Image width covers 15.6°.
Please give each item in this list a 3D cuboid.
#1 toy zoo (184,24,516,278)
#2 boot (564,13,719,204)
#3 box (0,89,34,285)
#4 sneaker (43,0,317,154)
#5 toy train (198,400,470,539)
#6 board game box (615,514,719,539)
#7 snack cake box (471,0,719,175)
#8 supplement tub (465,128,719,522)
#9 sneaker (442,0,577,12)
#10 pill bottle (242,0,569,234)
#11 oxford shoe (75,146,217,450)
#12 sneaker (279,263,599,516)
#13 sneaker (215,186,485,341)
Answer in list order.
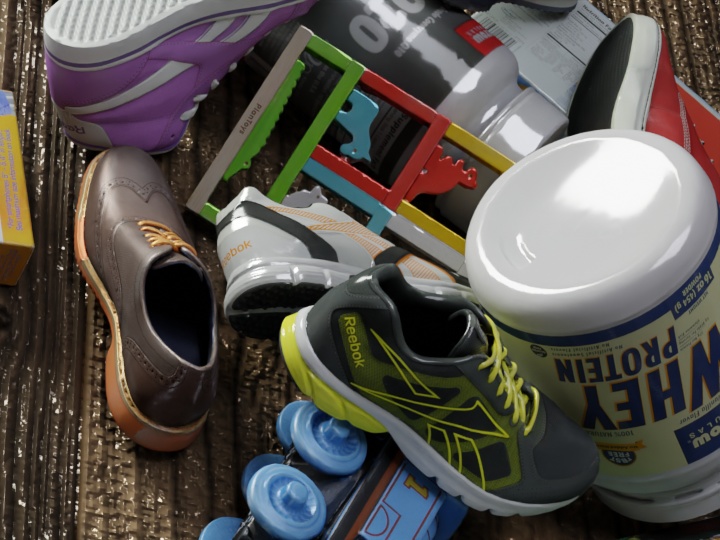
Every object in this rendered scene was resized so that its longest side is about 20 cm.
[{"bbox_3d":[0.013,-0.038,1.571,0.200,0.020,0.131,32,86,-1],"label":"toy zoo"},{"bbox_3d":[0.204,-0.062,1.646,0.144,0.072,0.201,25,46,-20],"label":"boot"},{"bbox_3d":[-0.284,-0.060,1.459,0.199,0.042,0.119,9,48,-27],"label":"box"},{"bbox_3d":[-0.096,-0.136,1.579,0.200,0.115,0.073,-22,47,-18],"label":"sneaker"},{"bbox_3d":[-0.005,0.127,1.427,0.114,0.087,0.200,38,42,-4],"label":"toy train"},{"bbox_3d":[0.171,0.178,1.490,0.199,0.024,0.105,-8,20,-35],"label":"board game box"},{"bbox_3d":[0.153,-0.099,1.739,0.200,0.067,0.115,42,41,9],"label":"snack cake box"},{"bbox_3d":[0.155,0.035,1.501,0.145,0.144,0.200,-84,154,-44],"label":"supplement tub"},{"bbox_3d":[0.095,-0.212,1.667,0.070,0.082,0.200,46,28,20],"label":"sneaker"},{"bbox_3d":[0.026,-0.121,1.647,0.200,0.114,0.114,40,43,7],"label":"pill bottle"},{"bbox_3d":[-0.110,0.000,1.473,0.071,0.073,0.201,4,50,-28],"label":"oxford shoe"},{"bbox_3d":[0.055,0.065,1.401,0.200,0.085,0.075,27,43,-24],"label":"sneaker"},{"bbox_3d":[0.000,0.000,1.487,0.200,0.074,0.080,16,46,-44],"label":"sneaker"}]
